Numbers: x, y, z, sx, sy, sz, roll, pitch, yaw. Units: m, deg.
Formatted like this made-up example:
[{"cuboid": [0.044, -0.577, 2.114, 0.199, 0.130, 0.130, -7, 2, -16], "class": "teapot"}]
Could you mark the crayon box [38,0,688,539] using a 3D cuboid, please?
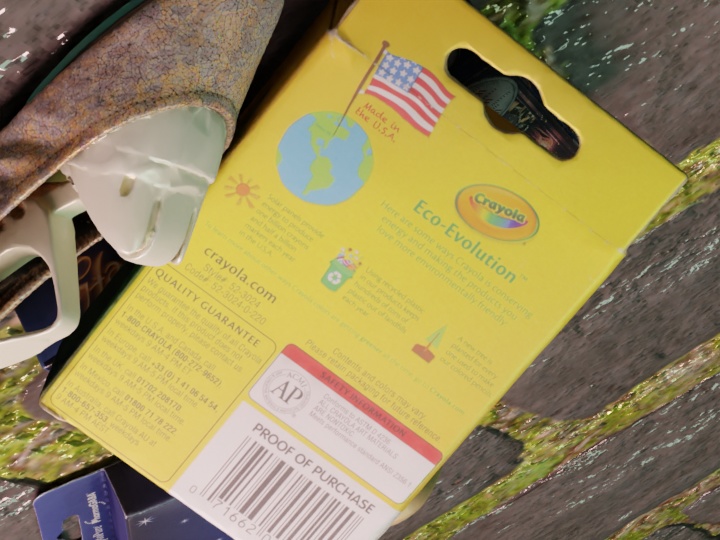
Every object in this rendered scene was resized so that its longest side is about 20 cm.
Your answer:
[{"cuboid": [0.000, 0.000, 0.742, 0.200, 0.127, 0.051, -49, -168, 18], "class": "crayon box"}]

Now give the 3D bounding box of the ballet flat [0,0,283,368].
[{"cuboid": [-0.093, -0.018, 0.701, 0.200, 0.067, 0.068, -37, 154, 17], "class": "ballet flat"}]

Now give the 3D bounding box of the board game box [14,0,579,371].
[{"cuboid": [-0.016, -0.015, 0.833, 0.199, 0.035, 0.135, -34, 156, 11], "class": "board game box"}]

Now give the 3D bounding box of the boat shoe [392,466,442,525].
[{"cuboid": [0.002, 0.063, 0.895, 0.074, 0.067, 0.200, -33, -177, 8], "class": "boat shoe"}]

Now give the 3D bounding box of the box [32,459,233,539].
[{"cuboid": [-0.053, 0.100, 1.032, 0.199, 0.033, 0.121, -22, 156, -13], "class": "box"}]
